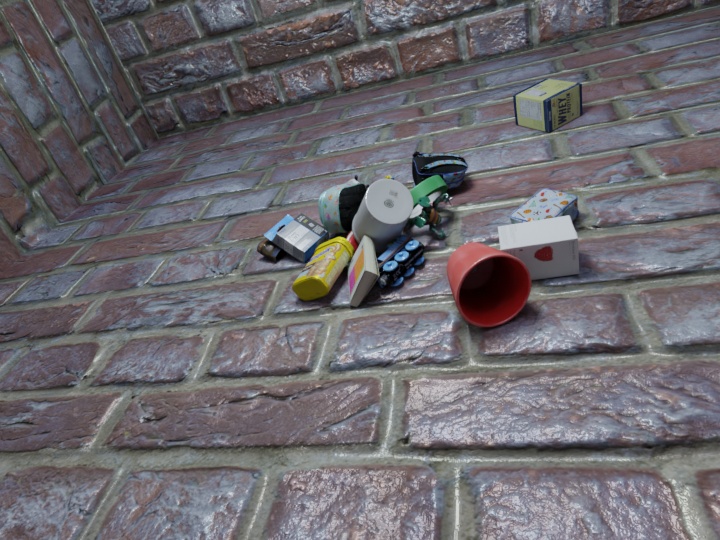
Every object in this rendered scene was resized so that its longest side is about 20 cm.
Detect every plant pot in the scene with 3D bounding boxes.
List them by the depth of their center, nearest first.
[{"bbox_3d":[0.319,0.022,1.360,0.198,0.203,0.178,-19,23,-1],"label":"plant pot"}]

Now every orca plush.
[{"bbox_3d":[0.002,-0.332,2.111,0.070,0.107,0.200,13,-3,-21],"label":"orca plush"}]

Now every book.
[{"bbox_3d":[0.000,0.000,1.597,0.047,0.134,0.201,20,31,-17],"label":"book"}]

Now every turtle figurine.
[{"bbox_3d":[0.244,-0.180,1.723,0.099,0.152,0.199,-5,-6,33],"label":"turtle figurine"}]

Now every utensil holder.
[{"bbox_3d":[0.070,-0.175,1.672,0.167,0.200,0.173,4,69,-10],"label":"utensil holder"}]

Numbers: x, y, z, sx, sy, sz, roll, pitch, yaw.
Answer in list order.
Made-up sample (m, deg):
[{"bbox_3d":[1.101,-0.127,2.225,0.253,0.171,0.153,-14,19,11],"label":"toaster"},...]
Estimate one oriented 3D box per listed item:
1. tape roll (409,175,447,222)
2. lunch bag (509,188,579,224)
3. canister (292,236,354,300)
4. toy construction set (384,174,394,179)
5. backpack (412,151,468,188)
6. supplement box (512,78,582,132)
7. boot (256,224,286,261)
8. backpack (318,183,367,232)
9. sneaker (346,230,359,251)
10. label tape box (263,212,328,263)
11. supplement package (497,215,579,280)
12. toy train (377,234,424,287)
[{"bbox_3d":[0.209,-0.243,1.784,0.199,0.201,0.048,-32,78,-19],"label":"tape roll"},{"bbox_3d":[0.570,-0.177,1.609,0.199,0.076,0.160,-35,34,-21],"label":"lunch bag"},{"bbox_3d":[-0.120,-0.004,1.667,0.147,0.087,0.201,-19,29,41],"label":"canister"},{"bbox_3d":[0.087,-0.241,1.872,0.091,0.200,0.133,-7,71,-20],"label":"toy construction set"},{"bbox_3d":[0.301,-0.365,1.955,0.197,0.136,0.184,-5,35,-2],"label":"backpack"},{"bbox_3d":[0.793,-0.703,2.193,0.198,0.136,0.200,-29,34,-15],"label":"supplement box"},{"bbox_3d":[-0.284,-0.105,1.949,0.096,0.075,0.199,34,61,32],"label":"boot"},{"bbox_3d":[-0.067,-0.222,1.857,0.151,0.179,0.200,3,16,24],"label":"backpack"},{"bbox_3d":[0.031,-0.109,1.776,0.114,0.079,0.201,4,41,32],"label":"sneaker"},{"bbox_3d":[-0.234,-0.136,1.885,0.199,0.067,0.143,34,54,16],"label":"label tape box"},{"bbox_3d":[0.490,-0.057,1.431,0.197,0.122,0.120,-9,34,16],"label":"supplement package"},{"bbox_3d":[0.113,-0.028,1.611,0.200,0.087,0.114,-42,36,-26],"label":"toy train"}]
